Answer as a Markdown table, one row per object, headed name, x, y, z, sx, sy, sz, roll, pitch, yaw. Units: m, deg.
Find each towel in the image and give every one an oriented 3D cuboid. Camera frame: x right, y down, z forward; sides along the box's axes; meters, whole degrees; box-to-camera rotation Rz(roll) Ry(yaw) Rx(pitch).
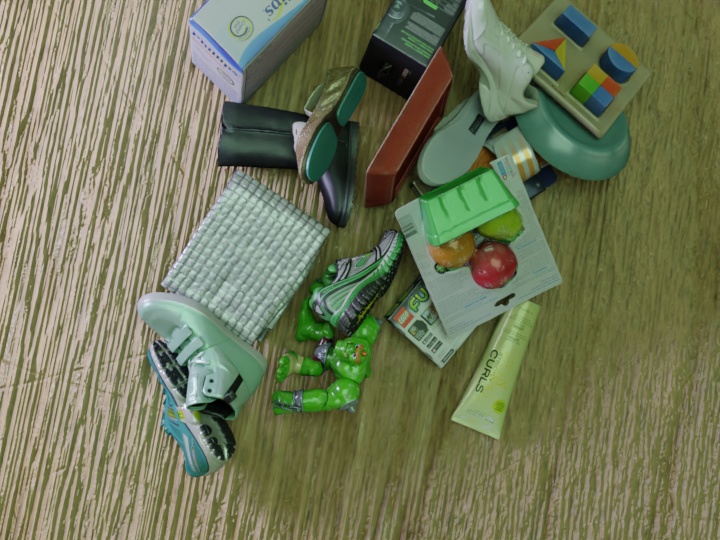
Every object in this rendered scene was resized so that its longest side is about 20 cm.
| name | x | y | z | sx | sy | sz | roll | pitch | yaw |
| --- | --- | --- | --- | --- | --- | --- | --- | --- | --- |
| towel | -0.158 | -0.016 | 1.587 | 0.165 | 0.086 | 0.201 | 33 | 90 | -10 |

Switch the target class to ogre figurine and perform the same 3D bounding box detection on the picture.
| name | x | y | z | sx | sy | sz | roll | pitch | yaw |
| --- | --- | --- | --- | --- | --- | --- | --- | --- | --- |
| ogre figurine | -0.041 | 0.115 | 1.590 | 0.119 | 0.099 | 0.201 | 15 | 49 | 7 |

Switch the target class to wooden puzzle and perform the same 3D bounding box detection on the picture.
| name | x | y | z | sx | sy | sz | roll | pitch | yaw |
| --- | --- | --- | --- | --- | --- | --- | --- | --- | --- |
| wooden puzzle | 0.326 | -0.309 | 1.660 | 0.185 | 0.046 | 0.200 | 41 | 52 | 2 |

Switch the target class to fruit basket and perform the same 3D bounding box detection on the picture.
| name | x | y | z | sx | sy | sz | roll | pitch | yaw |
| --- | --- | --- | --- | --- | --- | --- | --- | --- | --- |
| fruit basket | 0.164 | -0.034 | 1.581 | 0.184 | 0.094 | 0.202 | -27 | 109 | -4 |

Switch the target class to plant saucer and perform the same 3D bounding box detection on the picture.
| name | x | y | z | sx | sy | sz | roll | pitch | yaw |
| --- | --- | --- | --- | --- | --- | --- | --- | --- | --- |
| plant saucer | 0.070 | -0.187 | 1.582 | 0.036 | 0.200 | 0.201 | 29 | 80 | 5 |
| plant saucer | 0.317 | -0.225 | 1.656 | 0.198 | 0.036 | 0.202 | 12 | 57 | -19 |

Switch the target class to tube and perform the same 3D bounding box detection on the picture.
| name | x | y | z | sx | sy | sz | roll | pitch | yaw |
| --- | --- | --- | --- | --- | --- | --- | --- | --- | --- |
| tube | 0.202 | 0.137 | 1.639 | 0.058 | 0.052 | 0.202 | 20 | 85 | 37 |

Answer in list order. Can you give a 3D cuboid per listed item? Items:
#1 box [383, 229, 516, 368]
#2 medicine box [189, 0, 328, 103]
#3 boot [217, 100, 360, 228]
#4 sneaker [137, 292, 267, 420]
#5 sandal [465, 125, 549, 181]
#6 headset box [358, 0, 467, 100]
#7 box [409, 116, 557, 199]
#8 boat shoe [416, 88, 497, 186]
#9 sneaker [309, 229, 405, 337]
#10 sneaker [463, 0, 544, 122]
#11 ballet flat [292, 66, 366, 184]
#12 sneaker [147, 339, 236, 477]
| name | x | y | z | sx | sy | sz | roll | pitch | yaw |
| --- | --- | --- | --- | --- | --- | --- | --- | --- | --- |
| box | 0.139 | 0.028 | 1.631 | 0.110 | 0.035 | 0.200 | 42 | 87 | -9 |
| medicine box | -0.139 | -0.345 | 1.576 | 0.103 | 0.200 | 0.182 | 42 | 80 | -1 |
| boot | -0.107 | -0.151 | 1.621 | 0.198 | 0.066 | 0.167 | 8 | 70 | -12 |
| sneaker | -0.226 | 0.117 | 1.520 | 0.199 | 0.074 | 0.119 | 34 | 43 | -9 |
| sandal | 0.243 | -0.178 | 1.644 | 0.205 | 0.059 | 0.080 | -29 | 86 | -14 |
| headset box | 0.084 | -0.357 | 1.620 | 0.092 | 0.174 | 0.201 | 29 | 82 | -3 |
| box | 0.186 | -0.132 | 1.677 | 0.199 | 0.032 | 0.122 | -34 | 88 | -11 |
| boat shoe | 0.135 | -0.190 | 1.641 | 0.071 | 0.070 | 0.201 | 43 | 61 | -14 |
| sneaker | 0.000 | 0.000 | 1.585 | 0.085 | 0.078 | 0.200 | 30 | 45 | 11 |
| sneaker | 0.201 | -0.301 | 1.564 | 0.098 | 0.201 | 0.078 | -6 | 43 | 20 |
| ballet flat | -0.056 | -0.205 | 1.594 | 0.065 | 0.071 | 0.201 | 13 | 58 | 25 |
| sneaker | -0.249 | 0.189 | 1.561 | 0.079 | 0.077 | 0.201 | -35 | 72 | 26 |
